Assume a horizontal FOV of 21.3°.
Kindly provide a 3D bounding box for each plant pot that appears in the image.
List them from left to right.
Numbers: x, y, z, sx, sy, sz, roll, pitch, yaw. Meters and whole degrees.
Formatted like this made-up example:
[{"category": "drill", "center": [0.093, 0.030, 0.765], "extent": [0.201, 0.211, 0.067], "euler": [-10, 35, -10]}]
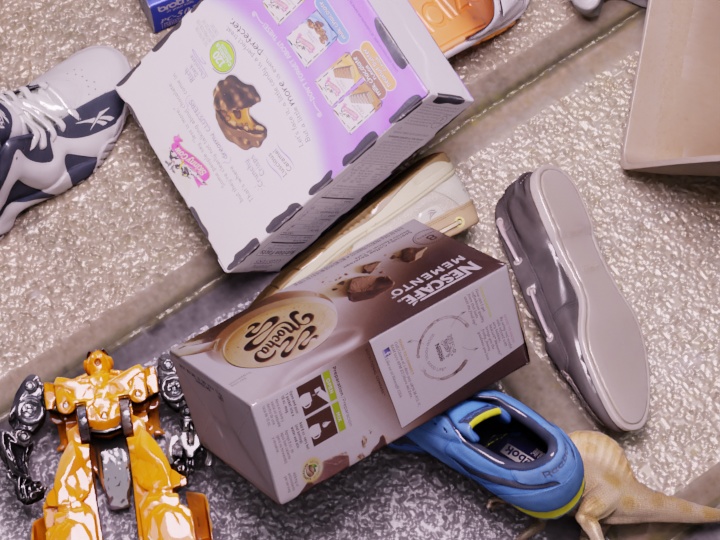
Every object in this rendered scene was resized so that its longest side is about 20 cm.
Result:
[{"category": "plant pot", "center": [0.315, -0.153, 1.331], "extent": [0.176, 0.200, 0.201], "euler": [12, 87, -17]}]

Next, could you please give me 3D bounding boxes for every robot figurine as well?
[{"category": "robot figurine", "center": [-0.163, 0.151, 1.275], "extent": [0.144, 0.058, 0.201], "euler": [-8, 70, -6]}]

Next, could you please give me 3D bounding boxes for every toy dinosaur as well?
[{"category": "toy dinosaur", "center": [0.159, 0.158, 1.285], "extent": [0.199, 0.058, 0.101], "euler": [18, 68, 5]}]

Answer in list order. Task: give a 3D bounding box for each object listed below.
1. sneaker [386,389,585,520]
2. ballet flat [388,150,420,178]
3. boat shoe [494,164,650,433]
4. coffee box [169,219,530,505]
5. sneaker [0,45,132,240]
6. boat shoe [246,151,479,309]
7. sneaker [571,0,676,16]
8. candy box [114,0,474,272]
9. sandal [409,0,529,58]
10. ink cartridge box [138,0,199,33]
[{"category": "sneaker", "center": [0.061, 0.094, 1.274], "extent": [0.200, 0.079, 0.066], "euler": [26, 69, 30]}, {"category": "ballet flat", "center": [-0.009, -0.153, 1.397], "extent": [0.070, 0.065, 0.201], "euler": [-6, 66, -19]}, {"category": "boat shoe", "center": [0.148, 0.025, 1.346], "extent": [0.067, 0.057, 0.201], "euler": [-2, 68, -42]}, {"category": "coffee box", "center": [-0.005, 0.055, 1.242], "extent": [0.200, 0.080, 0.113], "euler": [-28, 30, -22]}, {"category": "sneaker", "center": [-0.237, -0.103, 1.334], "extent": [0.199, 0.130, 0.080], "euler": [-39, 75, -16]}, {"category": "boat shoe", "center": [0.000, 0.000, 1.334], "extent": [0.200, 0.074, 0.066], "euler": [-39, 97, -9]}, {"category": "sneaker", "center": [0.238, -0.242, 1.446], "extent": [0.199, 0.078, 0.100], "euler": [-19, 77, 0]}, {"category": "candy box", "center": [-0.050, -0.122, 1.325], "extent": [0.200, 0.071, 0.168], "euler": [-40, 71, 25]}, {"category": "sandal", "center": [0.073, -0.200, 1.390], "extent": [0.079, 0.059, 0.207], "euler": [46, 50, 1]}, {"category": "ink cartridge box", "center": [-0.153, -0.286, 1.456], "extent": [0.094, 0.044, 0.201], "euler": [-23, 71, -9]}]
